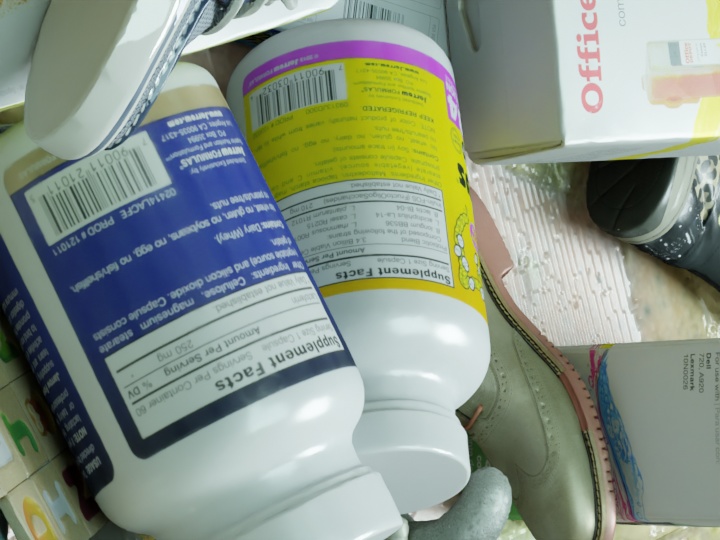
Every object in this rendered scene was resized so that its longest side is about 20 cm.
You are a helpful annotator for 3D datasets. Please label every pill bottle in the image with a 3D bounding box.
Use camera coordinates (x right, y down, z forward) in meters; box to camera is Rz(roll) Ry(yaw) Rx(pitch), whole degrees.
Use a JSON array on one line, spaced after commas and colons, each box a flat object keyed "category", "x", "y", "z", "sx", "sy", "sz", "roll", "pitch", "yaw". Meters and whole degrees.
[{"category": "pill bottle", "x": 0.000, "y": 0.000, "z": 1.226, "sx": 0.104, "sy": 0.104, "sz": 0.201, "roll": 17, "pitch": 55, "yaw": -38}, {"category": "pill bottle", "x": -0.068, "y": 0.031, "z": 1.107, "sx": 0.115, "sy": 0.116, "sz": 0.201, "roll": -20, "pitch": 81, "yaw": -39}]

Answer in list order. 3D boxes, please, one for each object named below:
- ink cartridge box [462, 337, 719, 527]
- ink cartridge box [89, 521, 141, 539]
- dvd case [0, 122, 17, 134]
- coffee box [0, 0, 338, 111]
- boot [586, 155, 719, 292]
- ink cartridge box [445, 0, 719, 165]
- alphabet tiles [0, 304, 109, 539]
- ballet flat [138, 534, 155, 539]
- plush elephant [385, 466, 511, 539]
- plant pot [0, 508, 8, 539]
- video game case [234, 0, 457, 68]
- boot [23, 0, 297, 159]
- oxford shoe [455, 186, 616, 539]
[{"category": "ink cartridge box", "x": 0.165, "y": 0.078, "z": 1.336, "sx": 0.144, "sy": 0.199, "sz": 0.085, "roll": 5, "pitch": 84, "yaw": -39}, {"category": "ink cartridge box", "x": -0.095, "y": 0.225, "z": 1.145, "sx": 0.145, "sy": 0.083, "sz": 0.200, "roll": -33, "pitch": 114, "yaw": 4}, {"category": "dvd case", "x": -0.141, "y": 0.010, "z": 1.202, "sx": 0.199, "sy": 0.017, "sz": 0.144, "roll": -7, "pitch": 93, "yaw": -41}, {"category": "coffee box", "x": -0.159, "y": -0.160, "z": 1.077, "sx": 0.199, "sy": 0.199, "sz": 0.199, "roll": -20, "pitch": 100, "yaw": -38}, {"category": "boot", "x": 0.200, "y": -0.077, "z": 1.463, "sx": 0.154, "sy": 0.073, "sz": 0.205, "roll": 36, "pitch": 65, "yaw": -38}, {"category": "ink cartridge box", "x": 0.145, "y": -0.127, "z": 1.328, "sx": 0.199, "sy": 0.083, "sz": 0.146, "roll": -5, "pitch": 89, "yaw": -31}, {"category": "alphabet tiles", "x": -0.143, "y": 0.029, "z": 1.084, "sx": 0.167, "sy": 0.006, "sz": 0.200, "roll": 63, "pitch": 10, "yaw": -2}, {"category": "ballet flat", "x": -0.075, "y": 0.034, "z": 1.202, "sx": 0.070, "sy": 0.070, "sz": 0.202, "roll": -9, "pitch": 93, "yaw": -40}, {"category": "plush elephant", "x": 0.026, "y": 0.159, "z": 1.257, "sx": 0.164, "sy": 0.199, "sz": 0.156, "roll": 23, "pitch": 50, "yaw": -50}, {"category": "plant pot", "x": -0.237, "y": 0.091, "z": 0.953, "sx": 0.195, "sy": 0.200, "sz": 0.197, "roll": -31, "pitch": 110, "yaw": -3}, {"category": "video game case", "x": -0.036, "y": -0.193, "z": 1.283, "sx": 0.199, "sy": 0.045, "sz": 0.183, "roll": 14, "pitch": 79, "yaw": -39}, {"category": "boot", "x": -0.041, "y": -0.112, "z": 0.996, "sx": 0.090, "sy": 0.073, "sz": 0.201, "roll": 33, "pitch": 69, "yaw": -29}, {"category": "oxford shoe", "x": 0.048, "y": 0.051, "z": 1.296, "sx": 0.073, "sy": 0.071, "sz": 0.201, "roll": -13, "pitch": 62, "yaw": -33}]
